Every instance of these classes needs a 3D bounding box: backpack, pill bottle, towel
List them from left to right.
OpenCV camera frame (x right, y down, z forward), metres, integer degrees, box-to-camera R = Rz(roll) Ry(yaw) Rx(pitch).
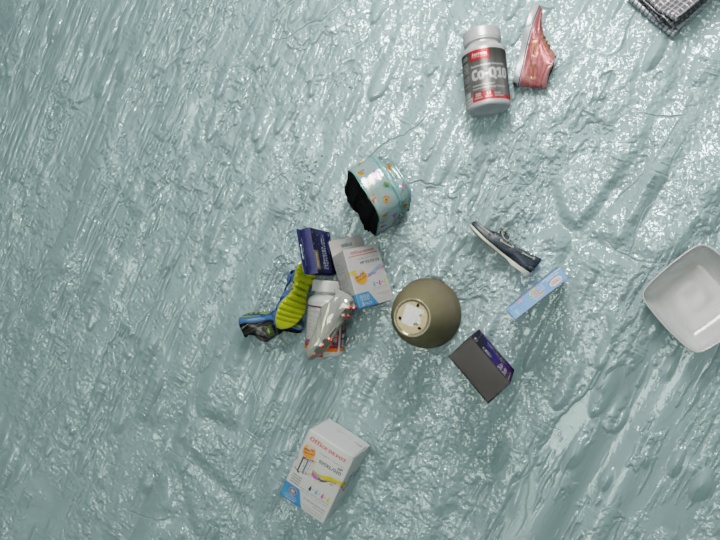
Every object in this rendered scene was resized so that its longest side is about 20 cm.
[{"bbox_3d":[-0.094,0.128,1.636,0.108,0.109,0.203,4,90,17],"label":"pill bottle"},{"bbox_3d":[0.044,-0.203,1.551,0.152,0.200,0.177,-30,78,-2],"label":"backpack"},{"bbox_3d":[0.316,-0.506,1.514,0.112,0.114,0.203,-6,87,17],"label":"pill bottle"},{"bbox_3d":[0.752,-0.681,1.397,0.200,0.085,0.166,-43,77,12],"label":"towel"}]

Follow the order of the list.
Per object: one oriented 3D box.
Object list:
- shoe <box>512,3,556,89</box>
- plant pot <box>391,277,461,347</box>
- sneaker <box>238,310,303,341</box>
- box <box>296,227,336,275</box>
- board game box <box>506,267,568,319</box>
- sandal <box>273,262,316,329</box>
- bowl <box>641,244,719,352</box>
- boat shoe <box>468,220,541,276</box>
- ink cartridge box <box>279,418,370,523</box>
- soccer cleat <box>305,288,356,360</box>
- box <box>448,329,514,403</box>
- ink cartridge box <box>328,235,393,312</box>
[{"bbox_3d":[0.450,-0.560,1.500,0.090,0.071,0.203,14,99,16],"label":"shoe"},{"bbox_3d":[0.150,0.113,1.513,0.185,0.200,0.190,0,89,18],"label":"plant pot"},{"bbox_3d":[-0.254,0.163,1.716,0.197,0.071,0.084,-1,111,15],"label":"sneaker"},{"bbox_3d":[-0.115,-0.048,1.597,0.032,0.200,0.123,-11,86,16],"label":"box"},{"bbox_3d":[0.422,0.052,1.428,0.151,0.200,0.037,-41,78,13],"label":"board game box"},{"bbox_3d":[-0.188,0.070,1.667,0.079,0.087,0.202,32,74,-25],"label":"sandal"},{"bbox_3d":[0.780,0.064,1.383,0.200,0.075,0.201,-43,77,13],"label":"bowl"},{"bbox_3d":[0.365,-0.068,1.514,0.200,0.075,0.062,40,102,12],"label":"boat shoe"},{"bbox_3d":[-0.094,0.533,1.611,0.146,0.144,0.202,27,96,17],"label":"ink cartridge box"},{"bbox_3d":[-0.088,0.142,1.555,0.077,0.069,0.201,37,96,26],"label":"soccer cleat"},{"bbox_3d":[0.300,0.229,1.463,0.079,0.200,0.141,-45,78,12],"label":"box"},{"bbox_3d":[0.000,0.000,1.600,0.068,0.114,0.202,-26,80,56],"label":"ink cartridge box"}]
